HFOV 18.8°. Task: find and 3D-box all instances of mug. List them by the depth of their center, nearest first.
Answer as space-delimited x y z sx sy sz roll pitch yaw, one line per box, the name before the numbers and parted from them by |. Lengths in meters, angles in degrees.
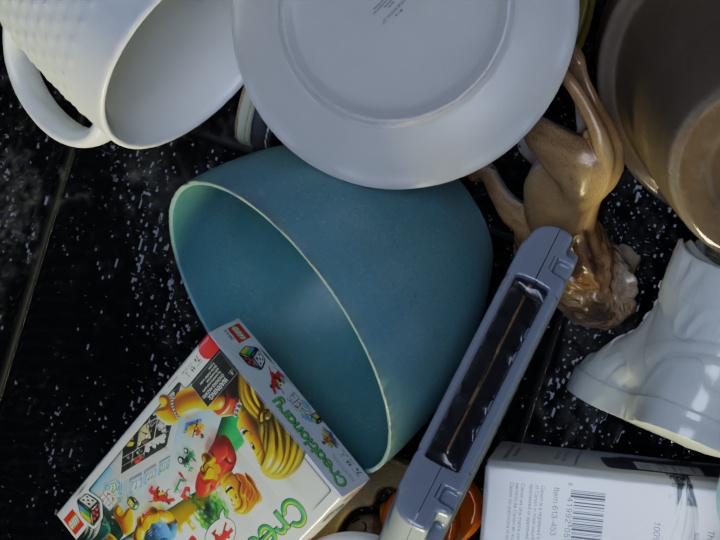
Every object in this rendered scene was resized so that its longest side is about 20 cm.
mug | -0.163 -0.166 1.323 0.175 0.147 0.200 44 130 22

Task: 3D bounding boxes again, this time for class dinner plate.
dinner plate | 0.021 -0.146 1.201 0.199 0.024 0.201 -2 83 15

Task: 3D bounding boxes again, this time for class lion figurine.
lion figurine | 0.120 -0.049 1.263 0.072 0.200 0.123 -29 65 -10

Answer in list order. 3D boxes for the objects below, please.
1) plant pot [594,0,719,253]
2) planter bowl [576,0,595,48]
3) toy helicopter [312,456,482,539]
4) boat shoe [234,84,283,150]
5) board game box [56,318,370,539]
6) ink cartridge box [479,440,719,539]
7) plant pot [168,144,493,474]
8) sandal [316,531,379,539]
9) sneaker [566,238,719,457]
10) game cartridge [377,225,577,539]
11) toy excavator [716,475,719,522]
plant pot | 0.226 -0.088 1.207 0.199 0.175 0.201 4 118 7
planter bowl | 0.061 -0.172 1.266 0.199 0.083 0.201 -2 96 -16
toy helicopter | 0.001 0.213 1.342 0.132 0.079 0.201 4 93 16
boat shoe | -0.006 -0.153 1.326 0.065 0.072 0.200 33 92 11
board game box | -0.094 0.139 1.326 0.126 0.035 0.200 49 127 11
ink cartridge box | 0.172 0.188 1.306 0.199 0.084 0.145 5 95 10
plant pot | 0.000 0.000 1.289 0.135 0.200 0.200 -35 87 -24
sandal | 0.040 0.217 1.261 0.206 0.059 0.079 21 109 21
sneaker | 0.185 0.039 1.251 0.073 0.200 0.116 22 87 -12
game cartridge | 0.063 0.083 1.237 0.041 0.133 0.200 28 64 2
toy excavator | 0.247 0.101 1.160 0.194 0.100 0.200 -37 112 8
